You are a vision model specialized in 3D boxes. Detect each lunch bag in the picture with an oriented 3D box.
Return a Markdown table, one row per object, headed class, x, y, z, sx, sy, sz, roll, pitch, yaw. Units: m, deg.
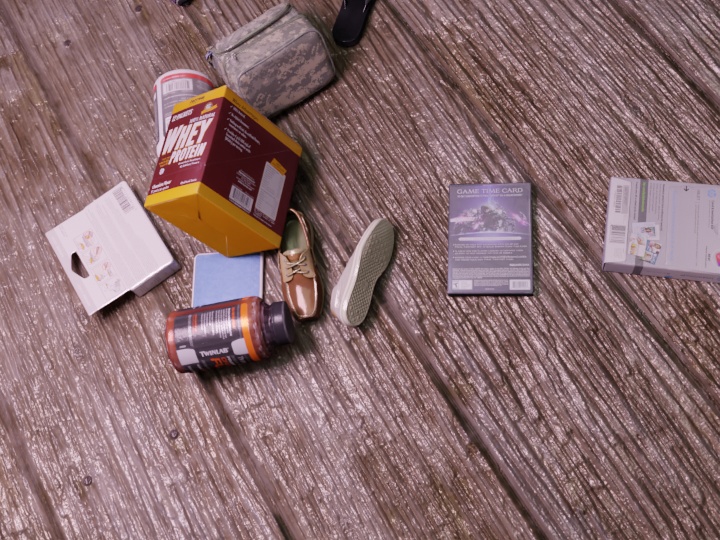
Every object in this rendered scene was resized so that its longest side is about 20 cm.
| class | x | y | z | sx | sy | sz | roll | pitch | yaw |
| --- | --- | --- | --- | --- | --- | --- | --- | --- | --- |
| lunch bag | -0.173 | -0.398 | 1.560 | 0.199 | 0.140 | 0.168 | -34 | 52 | -4 |

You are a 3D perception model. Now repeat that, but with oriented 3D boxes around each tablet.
| class | x | y | z | sx | sy | sz | roll | pitch | yaw |
| --- | --- | --- | --- | --- | --- | --- | --- | --- | --- |
| tablet | -0.233 | 0.061 | 1.460 | 0.129 | 0.014 | 0.202 | -4 | 69 | 8 |

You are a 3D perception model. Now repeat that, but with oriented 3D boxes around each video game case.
| class | x | y | z | sx | sy | sz | roll | pitch | yaw |
| --- | --- | --- | --- | --- | --- | --- | --- | --- | --- |
| video game case | 0.219 | -0.054 | 1.422 | 0.141 | 0.019 | 0.202 | 0 | 69 | 9 |

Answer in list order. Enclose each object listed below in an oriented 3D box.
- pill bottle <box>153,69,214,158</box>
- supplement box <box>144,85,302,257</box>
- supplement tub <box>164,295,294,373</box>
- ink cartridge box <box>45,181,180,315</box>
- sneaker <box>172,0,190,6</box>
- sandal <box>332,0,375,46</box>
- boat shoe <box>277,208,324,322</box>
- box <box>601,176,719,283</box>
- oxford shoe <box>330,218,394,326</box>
| class | x | y | z | sx | sy | sz | roll | pitch | yaw |
| --- | --- | --- | --- | --- | --- | --- | --- | --- | --- |
| pill bottle | -0.317 | -0.254 | 1.537 | 0.115 | 0.116 | 0.202 | -10 | 69 | 6 |
| supplement box | -0.226 | -0.161 | 1.416 | 0.132 | 0.197 | 0.202 | -9 | 60 | 37 |
| supplement tub | -0.212 | 0.102 | 1.377 | 0.198 | 0.107 | 0.108 | -11 | 68 | 7 |
| ink cartridge box | -0.448 | -0.036 | 1.516 | 0.175 | 0.045 | 0.201 | -34 | 68 | -4 |
| sneaker | -0.318 | -0.619 | 1.706 | 0.087 | 0.076 | 0.200 | 43 | 85 | 6 |
| sandal | -0.006 | -0.529 | 1.622 | 0.075 | 0.043 | 0.202 | 6 | 71 | 12 |
| boat shoe | -0.111 | -0.013 | 1.433 | 0.075 | 0.074 | 0.202 | -14 | 68 | 5 |
| box | 0.502 | -0.068 | 1.366 | 0.198 | 0.041 | 0.158 | 5 | 71 | 13 |
| oxford shoe | 0.000 | 0.000 | 1.418 | 0.057 | 0.075 | 0.202 | 1 | 63 | 49 |
